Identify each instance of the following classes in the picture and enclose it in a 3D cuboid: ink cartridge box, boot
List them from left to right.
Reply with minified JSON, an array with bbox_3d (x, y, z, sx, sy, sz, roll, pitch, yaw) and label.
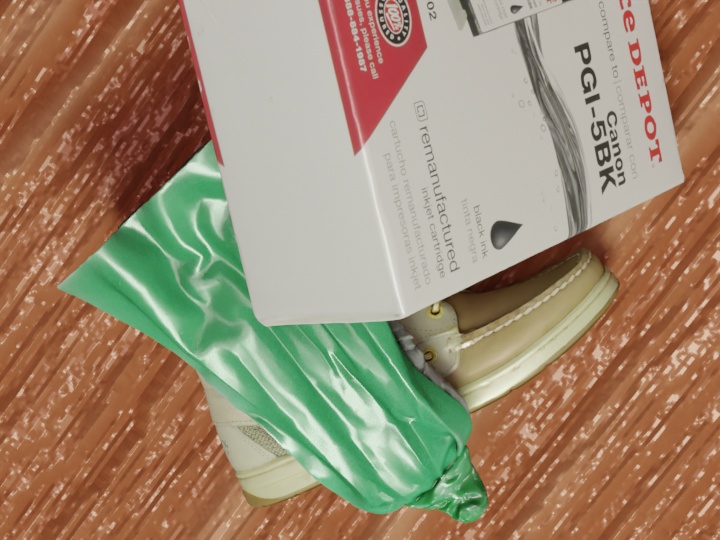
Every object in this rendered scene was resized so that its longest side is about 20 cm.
[{"bbox_3d":[0.000,0.000,1.023,0.200,0.072,0.155,-28,95,14],"label":"boot"},{"bbox_3d":[0.035,-0.076,0.924,0.083,0.200,0.147,-3,105,43],"label":"ink cartridge box"}]

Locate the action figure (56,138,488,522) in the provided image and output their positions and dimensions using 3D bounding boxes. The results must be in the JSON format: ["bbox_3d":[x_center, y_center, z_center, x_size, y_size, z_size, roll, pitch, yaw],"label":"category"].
[{"bbox_3d":[-0.018,0.037,0.971,0.118,0.055,0.200,-41,98,19],"label":"action figure"}]
